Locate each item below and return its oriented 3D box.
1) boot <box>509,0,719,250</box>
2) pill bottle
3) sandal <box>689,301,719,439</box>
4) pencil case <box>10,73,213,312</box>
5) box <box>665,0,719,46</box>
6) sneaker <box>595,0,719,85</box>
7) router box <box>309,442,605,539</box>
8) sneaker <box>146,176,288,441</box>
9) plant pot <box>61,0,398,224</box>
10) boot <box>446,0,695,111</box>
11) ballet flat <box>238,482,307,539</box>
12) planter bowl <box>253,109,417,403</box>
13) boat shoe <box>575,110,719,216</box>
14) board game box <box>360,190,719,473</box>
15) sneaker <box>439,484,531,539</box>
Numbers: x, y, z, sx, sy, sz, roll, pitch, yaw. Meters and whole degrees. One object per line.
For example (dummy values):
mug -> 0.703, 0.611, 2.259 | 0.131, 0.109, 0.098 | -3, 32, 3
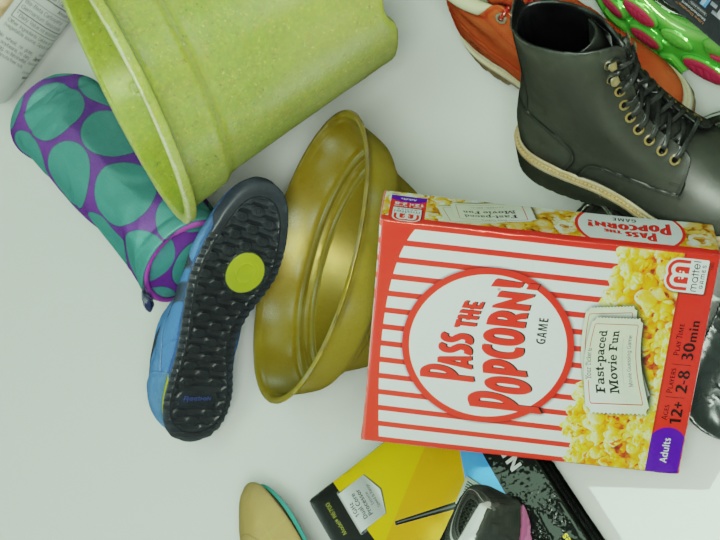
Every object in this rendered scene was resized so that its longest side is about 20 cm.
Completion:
boot -> 0.177, -0.087, 0.941 | 0.198, 0.139, 0.078 | 14, 61, 21
pill bottle -> -0.270, -0.244, 1.269 | 0.114, 0.114, 0.200 | 42, 96, 27
sandal -> 0.256, 0.009, 0.988 | 0.075, 0.048, 0.202 | 15, 87, 8
pencil case -> -0.180, -0.062, 1.198 | 0.085, 0.093, 0.200 | -30, 59, -24
box -> 0.276, -0.219, 1.000 | 0.198, 0.050, 0.200 | -36, 63, -17
sneaker -> 0.230, -0.176, 1.053 | 0.199, 0.077, 0.084 | 34, 74, 26
router box -> 0.079, 0.190, 1.030 | 0.149, 0.051, 0.201 | -39, 65, 12
sneaker -> -0.110, 0.019, 1.132 | 0.078, 0.065, 0.202 | 47, 123, 55
plant pot -> -0.082, -0.162, 1.070 | 0.183, 0.201, 0.201 | -28, 65, -10
boot -> 0.128, -0.150, 1.052 | 0.199, 0.107, 0.075 | 34, 83, 33
ballet flat -> -0.041, 0.230, 1.062 | 0.063, 0.069, 0.200 | -25, 62, -25
planter bowl -> 0.000, 0.000, 1.077 | 0.200, 0.083, 0.202 | -164, 90, -71
boat shoe -> 0.182, -0.031, 1.032 | 0.200, 0.064, 0.071 | -45, 63, 8
board game box -> 0.104, 0.038, 0.965 | 0.198, 0.046, 0.153 | 6, 116, 3
sneaker -> 0.030, 0.220, 0.978 | 0.086, 0.080, 0.201 | 21, 84, 38
